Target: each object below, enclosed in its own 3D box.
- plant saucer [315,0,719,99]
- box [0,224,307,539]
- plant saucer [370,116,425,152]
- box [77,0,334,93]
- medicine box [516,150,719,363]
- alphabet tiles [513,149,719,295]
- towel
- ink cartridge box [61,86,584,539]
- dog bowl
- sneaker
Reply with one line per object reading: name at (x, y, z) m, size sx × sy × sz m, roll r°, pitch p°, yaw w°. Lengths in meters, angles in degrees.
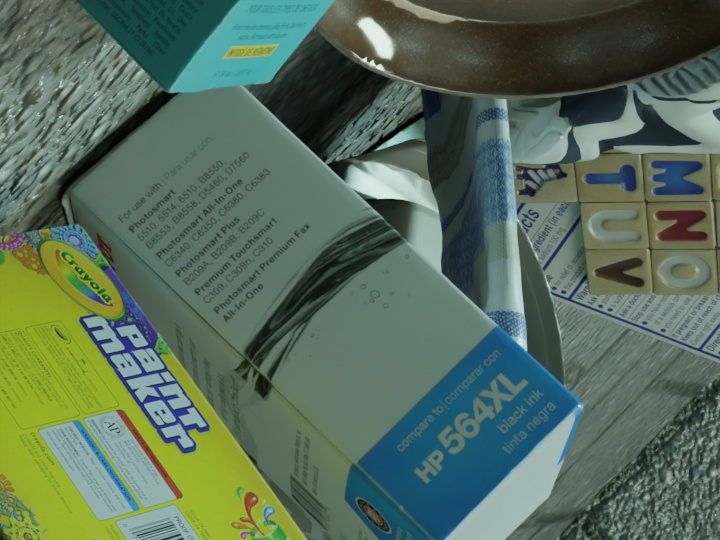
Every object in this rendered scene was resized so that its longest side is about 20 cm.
plant saucer at (0.074, -0.131, 1.052) m, size 0.200 × 0.035 × 0.200 m, roll -5°, pitch 153°, yaw -3°
box at (-0.132, 0.125, 0.997) m, size 0.122 × 0.200 × 0.193 m, roll -12°, pitch 147°, yaw -47°
plant saucer at (0.000, 0.000, 1.428) m, size 0.201 × 0.039 × 0.201 m, roll -43°, pitch 167°, yaw -12°
box at (-0.003, -0.149, 0.919) m, size 0.200 × 0.049 × 0.082 m, roll -49°, pitch 167°, yaw 20°
medicine box at (0.184, -0.057, 1.421) m, size 0.182 × 0.200 × 0.103 m, roll 122°, pitch -16°, yaw -45°
alphabet tiles at (0.152, -0.058, 1.345) m, size 0.200 × 0.167 × 0.008 m, roll 79°, pitch 14°, yaw -45°
towel at (0.047, -0.034, 1.201) m, size 0.024 × 0.200 × 0.147 m, roll -2°, pitch 161°, yaw -5°
ink cartridge box at (-0.017, 0.031, 1.106) m, size 0.084 × 0.200 × 0.146 m, roll -43°, pitch 168°, yaw -14°
dog bowl at (0.011, 0.041, 1.277) m, size 0.059 × 0.200 × 0.200 m, roll -11°, pitch -167°, yaw 41°
sneaker at (0.159, -0.099, 1.200) m, size 0.129 × 0.080 × 0.199 m, roll -7°, pitch 161°, yaw -36°
